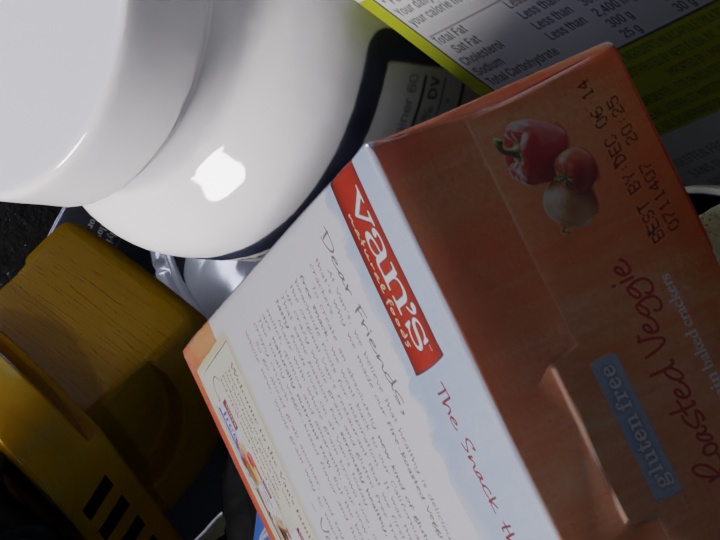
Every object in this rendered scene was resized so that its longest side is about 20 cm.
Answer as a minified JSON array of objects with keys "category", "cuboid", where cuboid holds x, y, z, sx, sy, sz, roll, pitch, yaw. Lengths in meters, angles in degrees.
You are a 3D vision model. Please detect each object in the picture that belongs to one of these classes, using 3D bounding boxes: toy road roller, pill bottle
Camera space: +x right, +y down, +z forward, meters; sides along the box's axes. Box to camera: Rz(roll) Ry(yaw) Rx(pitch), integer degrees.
[{"category":"toy road roller","cuboid":[-0.108,0.078,0.938,0.146,0.123,0.200,-45,-36,-12]},{"category":"pill bottle","cuboid":[-0.012,-0.059,0.659,0.116,0.200,0.116,-4,85,45]}]

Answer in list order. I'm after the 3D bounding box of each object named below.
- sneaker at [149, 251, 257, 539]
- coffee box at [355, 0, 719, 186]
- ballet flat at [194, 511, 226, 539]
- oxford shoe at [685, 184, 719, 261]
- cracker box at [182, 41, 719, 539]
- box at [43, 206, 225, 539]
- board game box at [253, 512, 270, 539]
[{"category":"sneaker","cuboid":[-0.019,0.023,0.960,0.080,0.074,0.200,-44,56,45]},{"category":"coffee box","cuboid":[0.083,-0.164,0.549,0.200,0.198,0.200,-24,36,56]},{"category":"ballet flat","cuboid":[-0.052,0.143,1.023,0.200,0.072,0.072,-54,7,5]},{"category":"oxford shoe","cuboid":[0.079,0.008,0.602,0.071,0.074,0.200,-63,6,-9]},{"category":"cracker box","cuboid":[0.030,0.047,0.556,0.058,0.134,0.200,-24,-6,-17]},{"category":"box","cuboid":[-0.057,0.042,1.087,0.200,0.182,0.104,-61,5,6]},{"category":"board game box","cuboid":[0.000,0.000,0.826,0.200,0.019,0.103,-84,20,-44]}]
